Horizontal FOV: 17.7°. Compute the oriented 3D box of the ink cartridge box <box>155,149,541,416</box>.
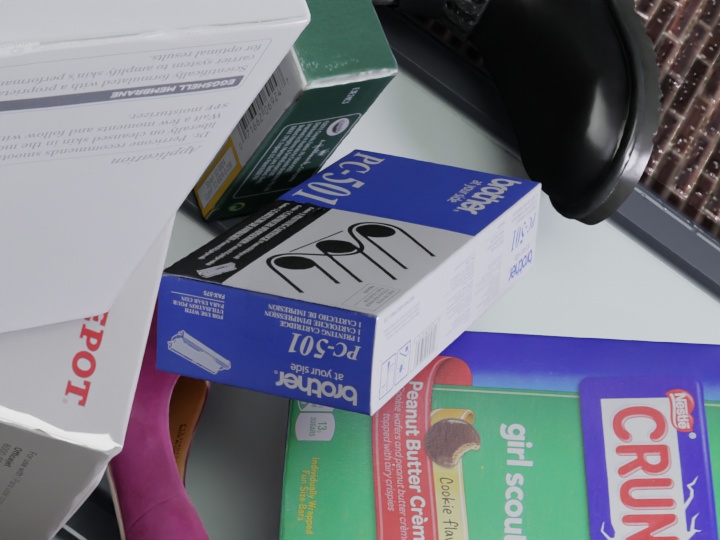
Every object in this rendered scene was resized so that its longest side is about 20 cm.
[{"bbox_3d":[0.000,0.000,0.967,0.094,0.044,0.200,11,20,20],"label":"ink cartridge box"}]

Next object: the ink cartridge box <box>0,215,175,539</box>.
[{"bbox_3d":[-0.189,0.007,0.891,0.200,0.145,0.147,20,57,-14],"label":"ink cartridge box"}]

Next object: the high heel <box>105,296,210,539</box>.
[{"bbox_3d":[-0.062,0.089,0.937,0.096,0.067,0.200,6,63,13],"label":"high heel"}]

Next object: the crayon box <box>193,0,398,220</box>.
[{"bbox_3d":[-0.060,-0.141,1.037,0.052,0.126,0.200,-12,71,-29],"label":"crayon box"}]

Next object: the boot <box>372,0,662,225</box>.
[{"bbox_3d":[0.050,-0.124,1.105,0.158,0.079,0.211,13,49,-26],"label":"boot"}]

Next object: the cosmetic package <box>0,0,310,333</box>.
[{"bbox_3d":[-0.134,-0.106,0.766,0.123,0.200,0.199,-9,67,-32],"label":"cosmetic package"}]

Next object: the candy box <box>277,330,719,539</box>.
[{"bbox_3d":[0.066,0.115,0.956,0.200,0.077,0.169,4,60,0],"label":"candy box"}]
